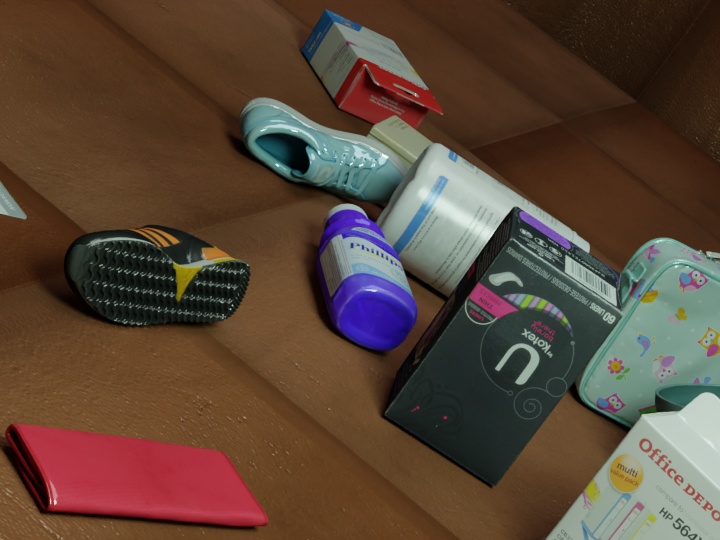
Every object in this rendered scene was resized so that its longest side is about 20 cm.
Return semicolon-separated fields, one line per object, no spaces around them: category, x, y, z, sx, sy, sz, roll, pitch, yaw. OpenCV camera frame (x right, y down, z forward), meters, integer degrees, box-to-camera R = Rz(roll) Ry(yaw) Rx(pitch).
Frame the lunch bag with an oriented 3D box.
lunch bag;0.315;0.068;2.033;0.160;0.200;0.077;26;19;-17

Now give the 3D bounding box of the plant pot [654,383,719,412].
plant pot;0.373;0.193;1.876;0.199;0.135;0.200;6;6;-1

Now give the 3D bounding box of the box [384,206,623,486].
box;0.126;0.066;1.726;0.122;0.200;0.106;33;19;-4

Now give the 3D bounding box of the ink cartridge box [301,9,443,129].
ink cartridge box;0.014;-0.238;2.469;0.116;0.067;0.200;21;23;-32

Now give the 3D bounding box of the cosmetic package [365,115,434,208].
cosmetic package;0.087;-0.084;2.217;0.200;0.073;0.104;35;19;5

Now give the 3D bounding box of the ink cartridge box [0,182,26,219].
ink cartridge box;-0.367;-0.076;1.432;0.175;0.084;0.200;11;30;-48

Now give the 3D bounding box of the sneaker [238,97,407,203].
sneaker;-0.040;-0.110;2.087;0.199;0.074;0.082;21;30;-13

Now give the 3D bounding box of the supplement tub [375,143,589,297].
supplement tub;0.123;-0.029;2.053;0.200;0.132;0.132;34;19;-4

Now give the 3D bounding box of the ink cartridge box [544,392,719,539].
ink cartridge box;0.252;0.209;1.592;0.129;0.200;0.125;43;21;26

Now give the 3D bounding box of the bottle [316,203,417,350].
bottle;0.000;0.000;1.881;0.083;0.065;0.200;26;21;-20

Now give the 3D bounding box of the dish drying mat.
dish drying mat;-0.153;0.145;1.361;0.200;0.018;0.077;14;29;-48

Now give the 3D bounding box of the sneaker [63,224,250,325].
sneaker;-0.183;-0.003;1.608;0.090;0.070;0.200;29;13;36
